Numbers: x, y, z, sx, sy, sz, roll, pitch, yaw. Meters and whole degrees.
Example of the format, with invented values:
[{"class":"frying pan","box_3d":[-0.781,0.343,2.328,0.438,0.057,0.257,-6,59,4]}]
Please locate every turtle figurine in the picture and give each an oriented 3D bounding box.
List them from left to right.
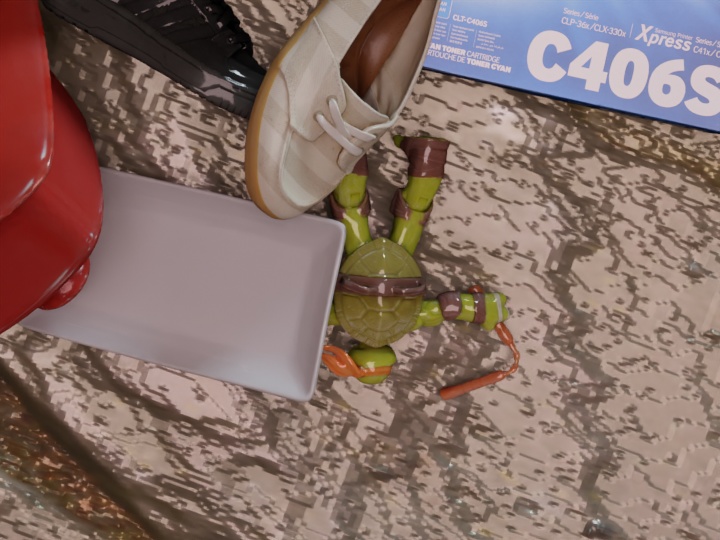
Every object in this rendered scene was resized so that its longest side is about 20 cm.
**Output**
[{"class":"turtle figurine","box_3d":[0.000,0.000,1.215,0.199,0.064,0.162,2,96,-1]}]

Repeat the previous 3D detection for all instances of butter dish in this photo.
[{"class":"butter dish","box_3d":[-0.216,-0.030,1.165,0.199,0.200,0.148,-37,128,17]}]

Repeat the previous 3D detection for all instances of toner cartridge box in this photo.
[{"class":"toner cartridge box","box_3d":[0.130,-0.148,1.213,0.199,0.043,0.096,11,94,-2]}]

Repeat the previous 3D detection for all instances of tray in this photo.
[{"class":"tray","box_3d":[-0.107,0.003,1.208,0.199,0.022,0.108,14,96,18]}]

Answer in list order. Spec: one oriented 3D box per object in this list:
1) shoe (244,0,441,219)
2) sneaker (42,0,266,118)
[{"class":"shoe","box_3d":[-0.002,-0.119,1.147,0.070,0.053,0.201,30,86,-37]},{"class":"sneaker","box_3d":[-0.108,-0.171,1.187,0.199,0.060,0.105,29,95,8]}]
